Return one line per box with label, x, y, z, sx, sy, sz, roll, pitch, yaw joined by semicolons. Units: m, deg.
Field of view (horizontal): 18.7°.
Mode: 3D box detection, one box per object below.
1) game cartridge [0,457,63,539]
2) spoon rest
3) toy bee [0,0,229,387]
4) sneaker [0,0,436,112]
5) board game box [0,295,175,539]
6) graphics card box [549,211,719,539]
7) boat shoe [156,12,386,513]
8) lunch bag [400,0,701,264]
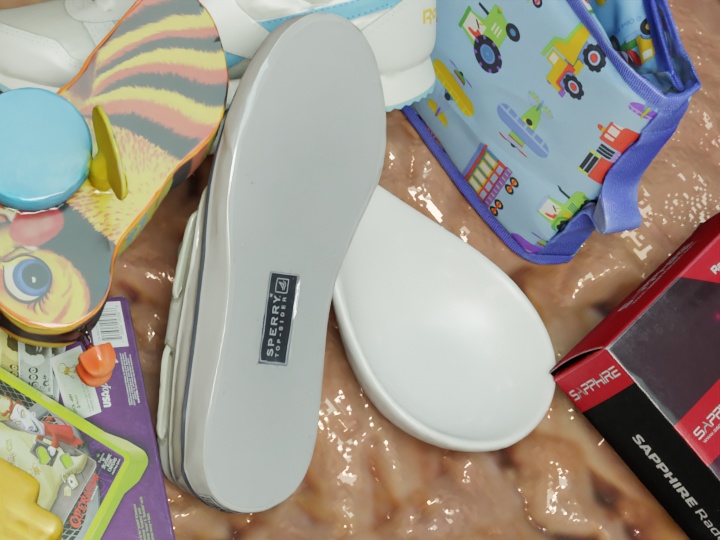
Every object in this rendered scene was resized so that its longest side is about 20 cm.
game cartridge;-0.226;0.123;0.781;0.176;0.032;0.200;28;62;4
spoon rest;0.000;0.000;0.934;0.200;0.061;0.099;38;49;3
toy bee;-0.116;-0.013;0.857;0.200;0.131;0.109;-42;87;4
sneaker;-0.067;-0.111;0.934;0.200;0.081;0.077;-4;23;-7
board game box;-0.132;0.106;0.849;0.120;0.032;0.200;-1;63;-26
graphics card box;0.192;0.079;0.958;0.125;0.051;0.200;-40;91;-33
boat shoe;-0.042;-0.005;0.880;0.072;0.066;0.200;7;91;-35
lunch bag;0.070;-0.104;0.965;0.094;0.151;0.200;-15;69;-27
